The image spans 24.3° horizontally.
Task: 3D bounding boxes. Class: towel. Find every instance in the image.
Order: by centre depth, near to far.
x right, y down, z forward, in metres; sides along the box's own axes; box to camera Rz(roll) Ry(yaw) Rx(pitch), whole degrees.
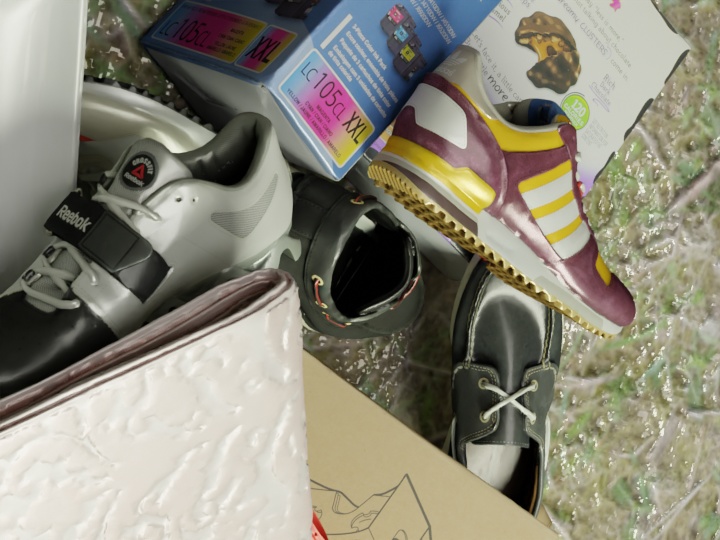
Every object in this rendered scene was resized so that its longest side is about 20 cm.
[{"bbox_3d":[-0.105,0.112,0.760,0.190,0.032,0.201,-25,135,-26],"label":"towel"}]

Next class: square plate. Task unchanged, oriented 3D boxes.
[{"bbox_3d":[-0.214,-0.032,0.717,0.199,0.028,0.199,-14,126,-36],"label":"square plate"}]

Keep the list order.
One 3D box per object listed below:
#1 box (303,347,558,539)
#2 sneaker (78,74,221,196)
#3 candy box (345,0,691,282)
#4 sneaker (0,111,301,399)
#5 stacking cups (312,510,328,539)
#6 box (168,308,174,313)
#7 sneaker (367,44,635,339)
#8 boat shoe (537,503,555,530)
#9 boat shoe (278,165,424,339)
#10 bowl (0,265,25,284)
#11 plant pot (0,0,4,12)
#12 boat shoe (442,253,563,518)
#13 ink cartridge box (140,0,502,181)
[{"bbox_3d":[-0.012,0.160,0.960,0.200,0.021,0.164,36,85,1],"label":"box"},{"bbox_3d":[-0.106,-0.034,0.897,0.199,0.070,0.094,27,81,-37],"label":"sneaker"},{"bbox_3d":[0.079,-0.114,0.994,0.168,0.071,0.200,44,78,-31],"label":"candy box"},{"bbox_3d":[-0.111,-0.013,0.755,0.200,0.074,0.089,-34,137,-37],"label":"sneaker"},{"bbox_3d":[-0.113,0.183,0.916,0.200,0.061,0.061,-35,119,0],"label":"stacking cups"},{"bbox_3d":[-0.128,0.104,0.804,0.199,0.049,0.160,-22,124,-27],"label":"box"},{"bbox_3d":[0.096,-0.037,0.883,0.200,0.075,0.090,34,88,-40],"label":"sneaker"},{"bbox_3d":[0.038,0.195,1.049,0.199,0.074,0.070,-16,94,-26],"label":"boat shoe"},{"bbox_3d":[-0.001,0.003,0.930,0.074,0.063,0.201,-62,157,-7],"label":"boat shoe"},{"bbox_3d":[-0.165,0.080,0.876,0.200,0.090,0.202,-8,105,-31],"label":"bowl"},{"bbox_3d":[-0.239,-0.146,0.751,0.141,0.141,0.201,15,99,-34],"label":"plant pot"},{"bbox_3d":[0.088,0.075,0.987,0.071,0.068,0.201,1,116,-9],"label":"boat shoe"},{"bbox_3d":[-0.002,-0.155,0.894,0.200,0.136,0.076,-47,127,-14],"label":"ink cartridge box"}]
